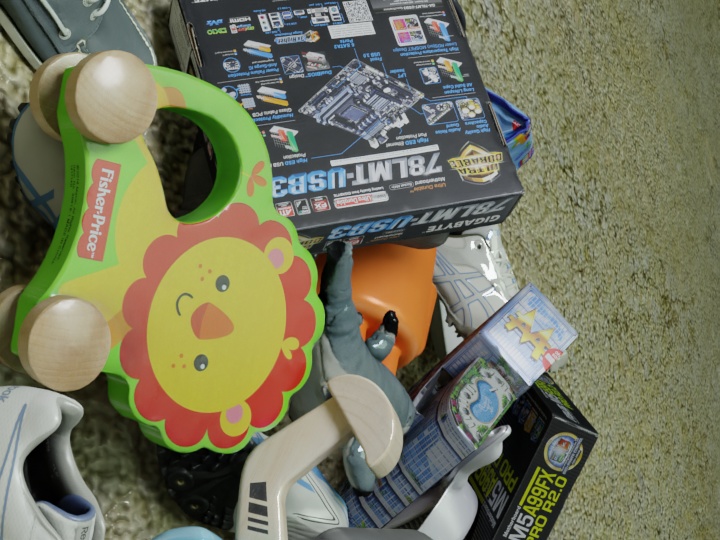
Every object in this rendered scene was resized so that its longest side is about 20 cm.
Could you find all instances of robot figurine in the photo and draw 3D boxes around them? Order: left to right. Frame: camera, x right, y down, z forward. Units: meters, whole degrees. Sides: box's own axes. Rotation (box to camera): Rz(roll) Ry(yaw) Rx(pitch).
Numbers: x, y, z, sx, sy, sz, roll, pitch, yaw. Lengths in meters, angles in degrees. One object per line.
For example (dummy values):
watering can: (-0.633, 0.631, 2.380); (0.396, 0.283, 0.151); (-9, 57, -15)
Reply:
robot figurine: (-0.001, -0.001, 0.953); (0.117, 0.142, 0.202); (112, -9, -56)

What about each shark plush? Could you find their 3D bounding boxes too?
shark plush: (-0.009, 0.053, 0.831); (0.083, 0.091, 0.202); (-31, 126, -21)

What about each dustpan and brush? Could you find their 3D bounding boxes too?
dustpan and brush: (0.065, 0.186, 0.992); (0.057, 0.200, 0.140); (45, 37, -9)

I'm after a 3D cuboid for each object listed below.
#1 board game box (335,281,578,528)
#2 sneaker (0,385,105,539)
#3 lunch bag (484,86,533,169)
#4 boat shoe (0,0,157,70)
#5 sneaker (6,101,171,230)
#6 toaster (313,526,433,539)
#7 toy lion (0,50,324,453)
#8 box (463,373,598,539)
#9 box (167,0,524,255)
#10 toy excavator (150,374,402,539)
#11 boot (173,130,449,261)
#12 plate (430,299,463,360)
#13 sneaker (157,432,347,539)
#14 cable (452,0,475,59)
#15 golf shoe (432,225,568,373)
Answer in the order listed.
board game box: (0.074, 0.106, 0.984); (0.062, 0.200, 0.200); (46, 29, 4)
sneaker: (-0.167, 0.153, 0.608); (0.074, 0.086, 0.203); (-16, 99, -64)
lunch bag: (0.040, -0.142, 1.004); (0.200, 0.094, 0.151); (44, 3, 9)
boat shoe: (-0.170, -0.163, 0.710); (0.200, 0.061, 0.074); (47, 43, -50)
sneaker: (-0.135, -0.018, 0.721); (0.072, 0.072, 0.201); (-44, 129, -24)
toaster: (0.019, 0.288, 0.793); (0.118, 0.180, 0.202); (21, 100, -43)
toy lion: (-0.098, -0.003, 0.682); (0.190, 0.068, 0.203); (11, 88, -38)
box: (0.123, 0.168, 1.051); (0.162, 0.044, 0.200); (-64, -169, 9)
box: (-0.012, -0.113, 0.834); (0.050, 0.197, 0.201); (119, -44, -61)
toy excavator: (-0.067, 0.167, 0.699); (0.100, 0.192, 0.203); (62, 22, -68)
boot: (-0.037, -0.015, 0.841); (0.070, 0.197, 0.133); (109, -6, -55)
plate: (0.098, -0.015, 1.251); (0.200, 0.032, 0.202); (-22, 102, -63)
sneaker: (-0.073, 0.136, 0.821); (0.200, 0.071, 0.073); (52, 16, -43)
cable: (0.032, -0.226, 1.049); (0.051, 0.163, 0.201); (-37, 142, -11)
golf shoe: (0.107, 0.009, 1.078); (0.098, 0.199, 0.078); (-60, 168, 16)
